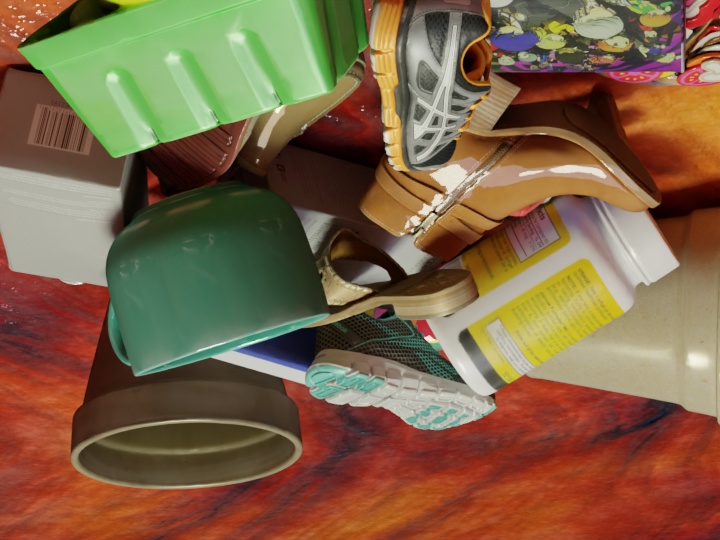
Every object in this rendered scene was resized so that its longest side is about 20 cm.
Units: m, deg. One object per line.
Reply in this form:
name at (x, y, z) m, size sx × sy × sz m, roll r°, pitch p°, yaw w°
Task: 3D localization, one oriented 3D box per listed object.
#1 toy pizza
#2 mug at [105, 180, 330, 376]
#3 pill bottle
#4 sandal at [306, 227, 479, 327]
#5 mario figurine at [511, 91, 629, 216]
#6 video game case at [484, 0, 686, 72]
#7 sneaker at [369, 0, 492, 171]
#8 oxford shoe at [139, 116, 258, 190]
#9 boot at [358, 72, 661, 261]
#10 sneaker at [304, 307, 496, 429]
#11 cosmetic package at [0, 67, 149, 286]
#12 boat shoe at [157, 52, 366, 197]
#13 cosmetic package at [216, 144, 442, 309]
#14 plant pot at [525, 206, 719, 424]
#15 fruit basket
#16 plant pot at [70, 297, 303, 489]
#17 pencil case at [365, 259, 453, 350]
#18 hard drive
toy pizza at (0.244, -0.174, 1.234) m, size 0.199 × 0.032 × 0.200 m, roll -4°, pitch 157°, yaw -2°
mug at (-0.125, 0.006, 1.282) m, size 0.184 × 0.115 × 0.152 m, roll -18°, pitch 177°, yaw 11°
pill bottle at (0.157, 0.008, 1.446) m, size 0.200 × 0.115 × 0.114 m, roll -32°, pitch 151°, yaw 10°
sandal at (0.004, -0.002, 1.363) m, size 0.078 × 0.070 × 0.211 m, roll -30°, pitch -163°, yaw -39°
mario figurine at (0.111, -0.092, 1.382) m, size 0.199 × 0.106 × 0.124 m, roll -17°, pitch 113°, yaw 8°
video game case at (0.113, -0.186, 1.137) m, size 0.199 × 0.036 × 0.181 m, roll 1°, pitch 158°, yaw 11°
sneaker at (0.053, -0.124, 1.159) m, size 0.077 × 0.079 × 0.200 m, roll 0°, pitch 157°, yaw 7°
oxford shoe at (-0.093, -0.125, 1.223) m, size 0.070 × 0.075 × 0.200 m, roll 43°, pitch 140°, yaw -5°
boot at (0.111, -0.062, 1.308) m, size 0.200 × 0.074 × 0.155 m, roll 32°, pitch 114°, yaw -11°
sneaker at (0.040, 0.076, 1.484) m, size 0.200 × 0.092 × 0.077 m, roll 22°, pitch 145°, yaw -38°
cosmetic package at (-0.220, -0.064, 1.326) m, size 0.106 × 0.091 × 0.200 m, roll 10°, pitch 159°, yaw -3°
boat shoe at (-0.075, -0.105, 1.283) m, size 0.200 × 0.076 × 0.072 m, roll -23°, pitch 151°, yaw 37°
cosmetic package at (-0.027, -0.035, 1.433) m, size 0.199 × 0.074 × 0.102 m, roll 13°, pitch 137°, yaw -38°
plant pot at (0.240, 0.035, 1.559) m, size 0.183 × 0.201 × 0.201 m, roll 1°, pitch 159°, yaw 14°
fruit basket at (-0.113, -0.187, 1.048) m, size 0.215 × 0.156 × 0.216 m, roll 7°, pitch 118°, yaw 13°
plant pot at (-0.153, 0.082, 1.523) m, size 0.199 × 0.174 × 0.200 m, roll -3°, pitch 157°, yaw -1°
pencil case at (0.063, 0.037, 1.643) m, size 0.199 × 0.089 × 0.088 m, roll -16°, pitch 155°, yaw 25°
hard drive at (-0.089, 0.032, 1.471) m, size 0.200 × 0.132 × 0.025 m, roll 20°, pitch 126°, yaw -45°
